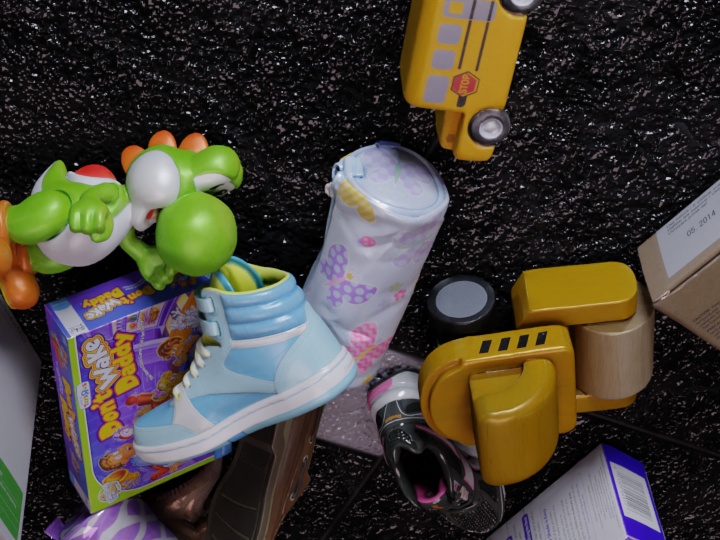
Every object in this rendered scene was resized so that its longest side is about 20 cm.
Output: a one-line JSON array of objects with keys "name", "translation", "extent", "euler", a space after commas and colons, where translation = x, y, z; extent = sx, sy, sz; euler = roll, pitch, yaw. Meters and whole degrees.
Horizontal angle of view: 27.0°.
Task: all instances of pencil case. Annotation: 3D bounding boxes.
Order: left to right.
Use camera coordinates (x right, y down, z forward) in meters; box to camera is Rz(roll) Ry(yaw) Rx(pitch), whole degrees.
[{"name": "pencil case", "translation": [-0.175, 0.275, 1.285], "extent": [0.085, 0.084, 0.201], "euler": [-32, 99, 38]}, {"name": "pencil case", "translation": [0.000, 0.000, 1.155], "extent": [0.090, 0.083, 0.201], "euler": [-1, 133, -23]}]

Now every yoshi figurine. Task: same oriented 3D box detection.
[{"name": "yoshi figurine", "translation": [-0.173, -0.024, 1.087], "extent": [0.198, 0.113, 0.113], "euler": [-20, 112, 0]}]

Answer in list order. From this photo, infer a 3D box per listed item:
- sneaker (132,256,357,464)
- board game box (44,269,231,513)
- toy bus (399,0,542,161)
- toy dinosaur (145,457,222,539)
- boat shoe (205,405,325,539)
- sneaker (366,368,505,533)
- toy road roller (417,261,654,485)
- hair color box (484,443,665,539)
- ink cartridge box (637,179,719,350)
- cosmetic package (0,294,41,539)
[{"name": "sneaker", "translation": [-0.112, 0.062, 1.149], "extent": [0.199, 0.080, 0.131], "euler": [-24, 103, 20]}, {"name": "board game box", "translation": [-0.174, 0.091, 1.206], "extent": [0.134, 0.045, 0.201], "euler": [-22, 137, -25]}, {"name": "toy bus", "translation": [0.075, -0.173, 1.024], "extent": [0.077, 0.065, 0.201], "euler": [4, 130, -8]}, {"name": "toy dinosaur", "translation": [-0.177, 0.239, 1.352], "extent": [0.134, 0.086, 0.201], "euler": [14, 123, -8]}, {"name": "boat shoe", "translation": [-0.074, 0.178, 1.271], "extent": [0.068, 0.072, 0.202], "euler": [5, 108, -44]}, {"name": "sneaker", "translation": [0.065, 0.182, 1.319], "extent": [0.080, 0.087, 0.200], "euler": [-27, 129, 20]}, {"name": "toy road roller", "translation": [0.145, 0.089, 1.205], "extent": [0.198, 0.147, 0.124], "euler": [-8, 132, 2]}, {"name": "hair color box", "translation": [0.187, 0.266, 1.388], "extent": [0.065, 0.110, 0.200], "euler": [28, 123, -28]}, {"name": "ink cartridge box", "translation": [0.347, -0.017, 1.180], "extent": [0.164, 0.075, 0.200], "euler": [33, 122, -27]}, {"name": "cosmetic package", "translation": [-0.310, 0.118, 1.151], "extent": [0.084, 0.201, 0.108], "euler": [-13, 134, 8]}]
